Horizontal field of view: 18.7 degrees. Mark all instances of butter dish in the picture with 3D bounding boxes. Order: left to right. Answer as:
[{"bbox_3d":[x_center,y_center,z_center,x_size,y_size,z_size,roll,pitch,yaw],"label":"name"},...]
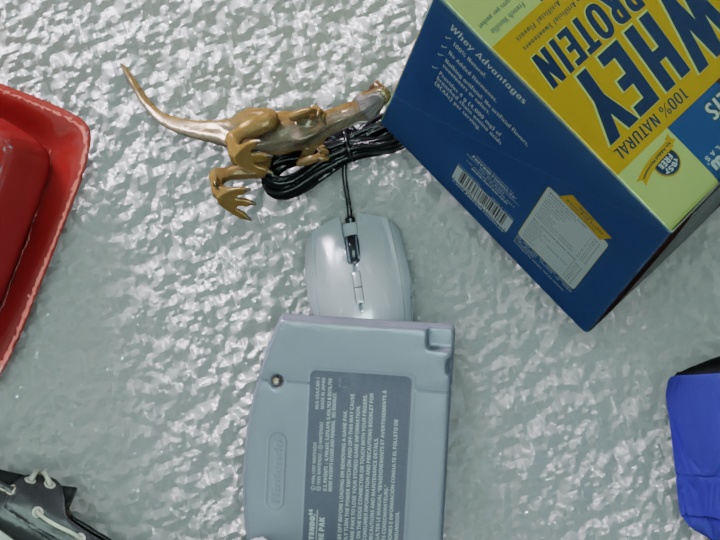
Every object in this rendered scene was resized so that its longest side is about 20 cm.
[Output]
[{"bbox_3d":[-0.302,-0.046,1.418,0.198,0.148,0.201,21,86,6],"label":"butter dish"}]

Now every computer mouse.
[{"bbox_3d":[0.000,0.000,1.443,0.109,0.044,0.202,-11,83,2],"label":"computer mouse"}]

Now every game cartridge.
[{"bbox_3d":[-0.009,0.129,1.412,0.132,0.041,0.202,4,99,1],"label":"game cartridge"}]

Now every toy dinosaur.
[{"bbox_3d":[-0.076,-0.088,1.440,0.198,0.107,0.061,0,126,15],"label":"toy dinosaur"}]

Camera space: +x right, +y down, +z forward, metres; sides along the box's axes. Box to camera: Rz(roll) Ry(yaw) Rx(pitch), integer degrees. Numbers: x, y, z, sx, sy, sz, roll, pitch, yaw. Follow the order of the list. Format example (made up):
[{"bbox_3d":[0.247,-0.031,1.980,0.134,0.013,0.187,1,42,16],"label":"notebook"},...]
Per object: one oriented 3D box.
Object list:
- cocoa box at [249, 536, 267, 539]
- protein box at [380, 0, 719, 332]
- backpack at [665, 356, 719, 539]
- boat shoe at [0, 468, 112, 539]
[{"bbox_3d":[-0.109,0.271,1.327,0.199,0.133,0.132,-22,103,-17],"label":"cocoa box"},{"bbox_3d":[0.139,-0.101,1.352,0.135,0.200,0.199,-42,82,-19],"label":"protein box"},{"bbox_3d":[0.307,0.120,1.355,0.198,0.162,0.170,-7,92,-9],"label":"backpack"},{"bbox_3d":[-0.203,0.166,1.424,0.200,0.074,0.060,41,88,4],"label":"boat shoe"}]
